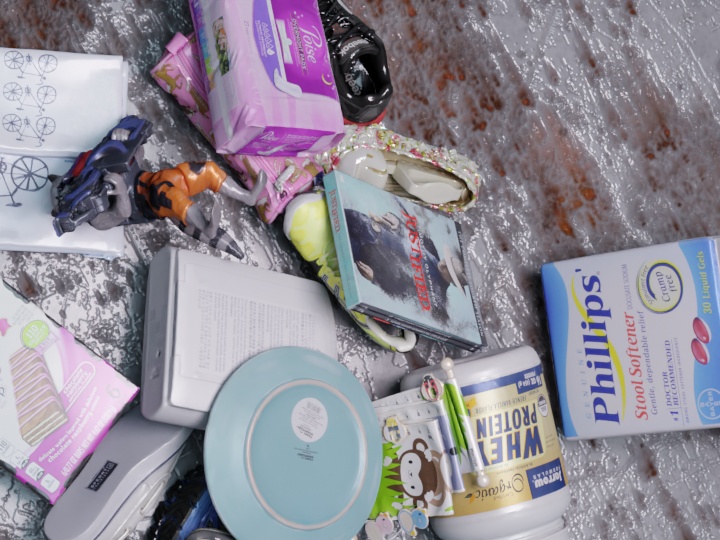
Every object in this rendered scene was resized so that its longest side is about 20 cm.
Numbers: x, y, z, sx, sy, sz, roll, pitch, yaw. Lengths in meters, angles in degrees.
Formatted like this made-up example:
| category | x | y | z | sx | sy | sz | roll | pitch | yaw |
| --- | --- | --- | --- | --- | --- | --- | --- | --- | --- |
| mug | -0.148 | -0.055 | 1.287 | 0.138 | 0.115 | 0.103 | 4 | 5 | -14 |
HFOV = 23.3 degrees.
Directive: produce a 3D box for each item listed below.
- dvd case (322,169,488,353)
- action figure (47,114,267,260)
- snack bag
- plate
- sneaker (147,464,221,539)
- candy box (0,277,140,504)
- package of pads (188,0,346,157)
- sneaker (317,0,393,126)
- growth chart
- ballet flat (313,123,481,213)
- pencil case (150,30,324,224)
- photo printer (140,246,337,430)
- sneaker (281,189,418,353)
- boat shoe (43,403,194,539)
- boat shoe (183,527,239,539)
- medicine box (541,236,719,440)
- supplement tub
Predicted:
| category | x | y | z | sx | sy | sz | roll | pitch | yaw |
| --- | --- | --- | --- | --- | --- | --- | --- | --- | --- |
| dvd case | 0.045 | -0.007 | 1.702 | 0.199 | 0.022 | 0.147 | 22 | 48 | -47 |
| action figure | -0.207 | -0.056 | 1.606 | 0.200 | 0.192 | 0.105 | -58 | 149 | -51 |
| snack bag | -0.314 | -0.112 | 1.661 | 0.187 | 0.021 | 0.202 | 3 | 84 | -20 |
| plate | -0.054 | 0.171 | 1.618 | 0.199 | 0.025 | 0.202 | 5 | 82 | -34 |
| sneaker | -0.163 | 0.275 | 1.660 | 0.078 | 0.075 | 0.201 | 28 | 82 | -29 |
| candy box | -0.323 | 0.102 | 1.609 | 0.200 | 0.061 | 0.137 | 38 | 76 | -9 |
| package of pads | -0.090 | -0.207 | 1.641 | 0.120 | 0.076 | 0.202 | 1 | 69 | -38 |
| sneaker | -0.027 | -0.235 | 1.734 | 0.071 | 0.098 | 0.202 | -31 | 94 | -17 |
| growth chart | 0.039 | 0.183 | 1.686 | 0.018 | 0.199 | 0.146 | -13 | 79 | -54 |
| ballet flat | 0.035 | -0.101 | 1.752 | 0.198 | 0.064 | 0.076 | 8 | 121 | -19 |
| pencil case | -0.121 | -0.145 | 1.696 | 0.083 | 0.086 | 0.201 | -41 | 97 | -35 |
| photo printer | -0.109 | 0.076 | 1.664 | 0.199 | 0.069 | 0.168 | 13 | 68 | -34 |
| sneaker | 0.000 | 0.000 | 1.699 | 0.075 | 0.076 | 0.200 | -42 | 119 | 0 |
| boat shoe | -0.215 | 0.200 | 1.642 | 0.200 | 0.071 | 0.066 | -54 | 142 | -34 |
| boat shoe | -0.094 | 0.277 | 1.651 | 0.199 | 0.072 | 0.068 | 26 | 40 | -39 |
| medicine box | 0.299 | 0.068 | 1.751 | 0.103 | 0.199 | 0.184 | -4 | 85 | -53 |
| supplement tub | 0.127 | 0.186 | 1.724 | 0.143 | 0.144 | 0.202 | -13 | 89 | -20 |
